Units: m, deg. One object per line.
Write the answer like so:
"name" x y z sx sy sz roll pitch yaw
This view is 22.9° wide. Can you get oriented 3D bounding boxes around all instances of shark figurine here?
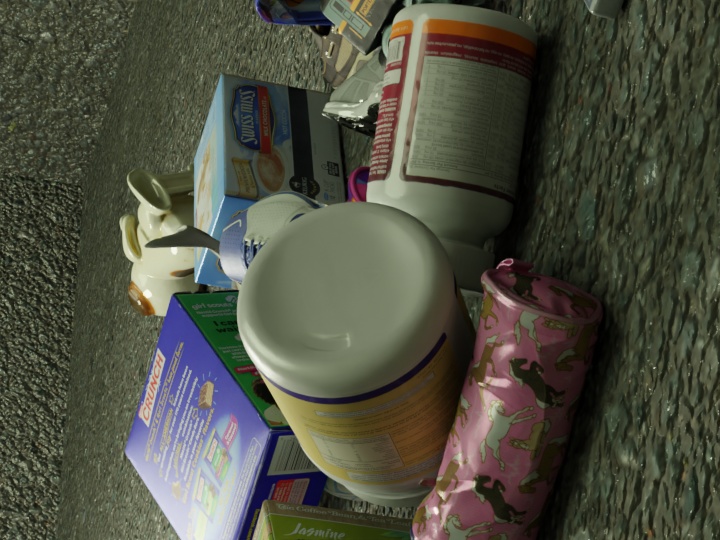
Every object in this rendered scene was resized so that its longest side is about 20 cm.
"shark figurine" -0.107 0.050 1.615 0.090 0.128 0.215 -59 -41 -46

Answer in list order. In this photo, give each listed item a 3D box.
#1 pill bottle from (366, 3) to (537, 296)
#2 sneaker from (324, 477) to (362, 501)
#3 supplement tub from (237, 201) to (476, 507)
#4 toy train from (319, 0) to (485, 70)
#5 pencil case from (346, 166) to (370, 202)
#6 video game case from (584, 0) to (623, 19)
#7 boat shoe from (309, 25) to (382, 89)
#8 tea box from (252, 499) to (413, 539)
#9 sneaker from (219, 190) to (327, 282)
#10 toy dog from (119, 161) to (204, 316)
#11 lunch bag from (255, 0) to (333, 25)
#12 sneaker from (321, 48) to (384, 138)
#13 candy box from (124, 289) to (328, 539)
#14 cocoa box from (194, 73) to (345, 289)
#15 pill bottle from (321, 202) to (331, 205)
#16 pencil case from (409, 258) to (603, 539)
"pill bottle" 0.064 -0.086 1.305 0.110 0.109 0.200 172 107 -74
"sneaker" 0.022 0.094 1.460 0.072 0.072 0.200 67 -141 -69
"supplement tub" 0.010 0.063 1.215 0.200 0.145 0.146 67 -162 -53
"toy train" 0.046 -0.244 1.424 0.085 0.114 0.200 -42 -10 -42
"pencil case" 0.000 0.000 1.543 0.088 0.088 0.200 -95 22 -43
"video game case" 0.176 -0.297 1.193 0.182 0.023 0.200 -102 26 -55
"boat shoe" -0.006 -0.228 1.676 0.075 0.073 0.200 -52 6 -19
"tea box" -0.023 0.311 1.320 0.197 0.133 0.200 -109 33 -63
"sneaker" -0.060 -0.009 1.449 0.199 0.115 0.081 3 113 44
"toy dog" -0.248 -0.025 2.432 0.194 0.139 0.200 49 137 23
"lunch bag" -0.006 -0.313 1.556 0.200 0.124 0.170 -23 45 21
"sneaker" 0.027 -0.160 1.588 0.200 0.074 0.079 -6 65 68
"candy box" -0.108 0.138 1.467 0.200 0.077 0.169 48 128 44
"cocoa box" -0.099 -0.088 1.867 0.200 0.131 0.133 -96 21 -45
"pill bottle" -0.062 0.027 1.702 0.200 0.106 0.106 114 159 -44
"pencil case" 0.093 0.096 1.138 0.083 0.086 0.200 -37 -34 -65
